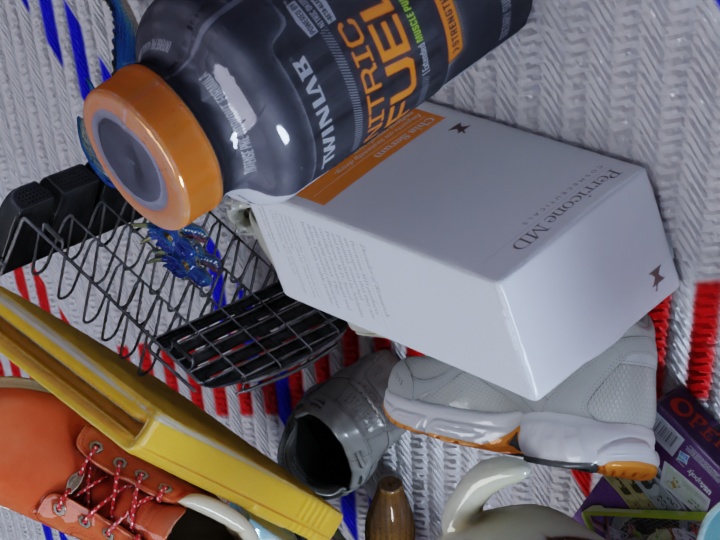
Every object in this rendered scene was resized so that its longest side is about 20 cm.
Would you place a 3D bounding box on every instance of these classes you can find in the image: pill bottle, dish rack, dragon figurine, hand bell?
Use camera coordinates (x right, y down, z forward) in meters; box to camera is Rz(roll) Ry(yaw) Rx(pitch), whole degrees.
[{"bbox_3d":[-0.026,-0.099,1.081,0.106,0.200,0.107,40,153,26],"label":"pill bottle"},{"bbox_3d":[-0.108,0.004,1.434,0.200,0.153,0.055,41,132,23],"label":"dish rack"},{"bbox_3d":[-0.127,-0.086,1.399,0.200,0.099,0.059,51,155,11],"label":"dragon figurine"},{"bbox_3d":[0.017,0.216,1.581,0.104,0.104,0.201,32,137,38],"label":"hand bell"}]

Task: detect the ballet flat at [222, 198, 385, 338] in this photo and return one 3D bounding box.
[{"bbox_3d":[0.000,0.000,1.330,0.200,0.072,0.072,35,150,34],"label":"ballet flat"}]

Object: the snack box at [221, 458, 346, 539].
[{"bbox_3d":[-0.061,0.158,1.550,0.116,0.037,0.200,34,-175,-25],"label":"snack box"}]

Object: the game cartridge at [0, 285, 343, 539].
[{"bbox_3d":[-0.121,0.084,1.414,0.176,0.033,0.200,33,177,38],"label":"game cartridge"}]

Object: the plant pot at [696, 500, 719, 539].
[{"bbox_3d":[0.251,0.130,0.965,0.200,0.134,0.201,41,153,26],"label":"plant pot"}]

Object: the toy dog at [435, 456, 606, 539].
[{"bbox_3d":[0.133,0.185,1.171,0.199,0.139,0.196,7,104,38],"label":"toy dog"}]

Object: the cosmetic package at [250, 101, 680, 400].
[{"bbox_3d":[0.045,-0.017,1.182,0.199,0.101,0.072,21,140,49],"label":"cosmetic package"}]

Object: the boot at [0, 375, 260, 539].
[{"bbox_3d":[-0.145,0.120,1.367,0.199,0.075,0.107,27,176,-23],"label":"boot"}]

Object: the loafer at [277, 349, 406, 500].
[{"bbox_3d":[-0.021,0.104,1.495,0.070,0.070,0.200,50,155,7],"label":"loafer"}]

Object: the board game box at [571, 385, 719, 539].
[{"bbox_3d":[0.195,0.166,1.202,0.200,0.032,0.120,47,132,17],"label":"board game box"}]

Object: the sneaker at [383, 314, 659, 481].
[{"bbox_3d":[0.086,0.049,1.231,0.199,0.075,0.093,7,86,55],"label":"sneaker"}]
